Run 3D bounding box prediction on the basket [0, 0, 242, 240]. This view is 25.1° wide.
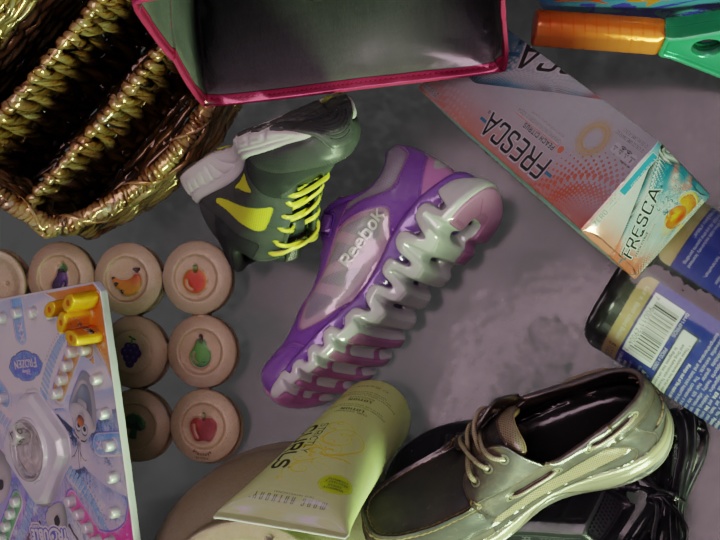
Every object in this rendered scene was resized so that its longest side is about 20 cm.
[{"bbox_3d":[-0.172,-0.120,1.056,0.200,0.149,0.143,-46,78,5],"label":"basket"}]

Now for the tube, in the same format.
[{"bbox_3d":[-0.016,0.117,0.966,0.058,0.200,0.052,-36,91,22],"label":"tube"}]

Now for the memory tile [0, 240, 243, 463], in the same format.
[{"bbox_3d":[-0.178,0.056,1.106,0.198,0.017,0.155,-2,91,13],"label":"memory tile"}]

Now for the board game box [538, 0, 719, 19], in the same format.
[{"bbox_3d":[0.178,-0.185,0.954,0.151,0.200,0.045,-2,86,13],"label":"board game box"}]

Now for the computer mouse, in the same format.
[{"bbox_3d":[0.112,0.147,1.006,0.199,0.053,0.139,3,52,23],"label":"computer mouse"}]

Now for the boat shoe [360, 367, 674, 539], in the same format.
[{"bbox_3d":[0.088,0.107,0.962,0.199,0.074,0.075,-25,46,-2],"label":"boat shoe"}]

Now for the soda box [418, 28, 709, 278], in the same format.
[{"bbox_3d":[0.118,-0.080,0.977,0.068,0.063,0.200,-49,41,5],"label":"soda box"}]

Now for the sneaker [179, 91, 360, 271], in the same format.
[{"bbox_3d":[-0.045,-0.052,1.015,0.074,0.200,0.085,-25,93,-25],"label":"sneaker"}]

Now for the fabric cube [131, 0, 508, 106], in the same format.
[{"bbox_3d":[-0.022,-0.224,0.918,0.195,0.200,0.201,-5,80,5],"label":"fabric cube"}]

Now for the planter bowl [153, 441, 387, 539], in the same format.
[{"bbox_3d":[-0.055,0.212,1.015,0.199,0.135,0.202,-1,87,13],"label":"planter bowl"}]

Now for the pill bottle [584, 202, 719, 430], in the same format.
[{"bbox_3d":[0.244,0.049,0.969,0.199,0.112,0.112,34,94,12],"label":"pill bottle"}]

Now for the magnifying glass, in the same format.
[{"bbox_3d":[0.204,-0.141,0.989,0.198,0.080,0.023,5,66,-3],"label":"magnifying glass"}]

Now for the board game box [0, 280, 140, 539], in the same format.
[{"bbox_3d":[-0.216,0.117,1.048,0.199,0.026,0.202,-9,88,47],"label":"board game box"}]

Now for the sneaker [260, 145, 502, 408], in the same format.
[{"bbox_3d":[0.000,0.000,1.050,0.088,0.080,0.200,44,100,25],"label":"sneaker"}]
